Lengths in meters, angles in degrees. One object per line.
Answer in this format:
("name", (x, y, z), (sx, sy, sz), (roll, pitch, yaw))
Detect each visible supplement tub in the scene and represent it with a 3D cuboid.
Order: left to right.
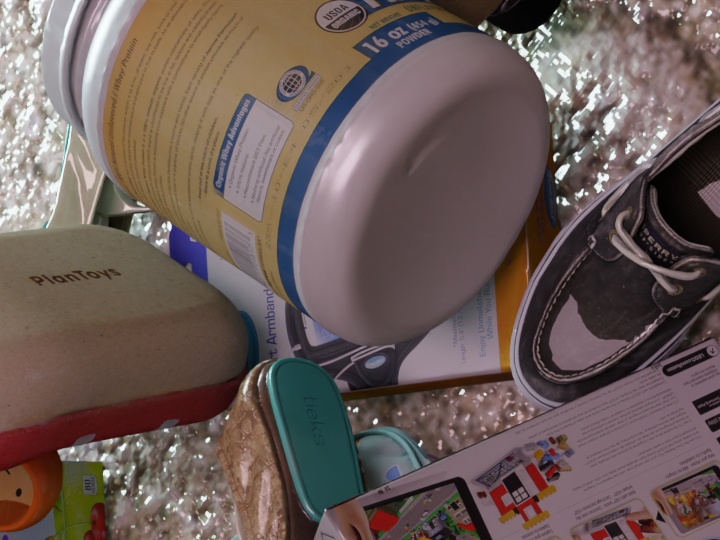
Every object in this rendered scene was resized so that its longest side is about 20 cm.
("supplement tub", (-0.031, -0.072, 1.202), (0.200, 0.145, 0.145), (33, 102, 32))

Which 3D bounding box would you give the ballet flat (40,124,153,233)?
("ballet flat", (-0.126, -0.024, 1.348), (0.069, 0.069, 0.201), (15, 92, 31))

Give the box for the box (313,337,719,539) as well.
("box", (0.093, 0.113, 1.135), (0.110, 0.200, 0.035), (58, 155, 22))

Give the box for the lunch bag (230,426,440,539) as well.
("lunch bag", (0.010, 0.182, 1.201), (0.160, 0.077, 0.200), (-40, 49, 10))

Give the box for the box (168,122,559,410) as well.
("box", (0.000, 0.000, 1.282), (0.199, 0.041, 0.119), (-9, 80, 33))

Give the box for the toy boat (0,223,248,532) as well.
("toy boat", (-0.154, 0.061, 1.241), (0.130, 0.200, 0.131), (32, 116, 34))

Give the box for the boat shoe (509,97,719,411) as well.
("boat shoe", (0.132, -0.020, 1.165), (0.072, 0.071, 0.200), (40, 99, 7))

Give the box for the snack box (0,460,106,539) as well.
("snack box", (-0.191, 0.191, 1.300), (0.068, 0.168, 0.201), (-10, 79, 31))

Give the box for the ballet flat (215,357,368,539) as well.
("ballet flat", (-0.020, 0.131, 1.167), (0.065, 0.070, 0.200), (-51, 38, 38))

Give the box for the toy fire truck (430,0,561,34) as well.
("toy fire truck", (0.035, -0.235, 1.252), (0.176, 0.129, 0.200), (-53, 44, 11))
